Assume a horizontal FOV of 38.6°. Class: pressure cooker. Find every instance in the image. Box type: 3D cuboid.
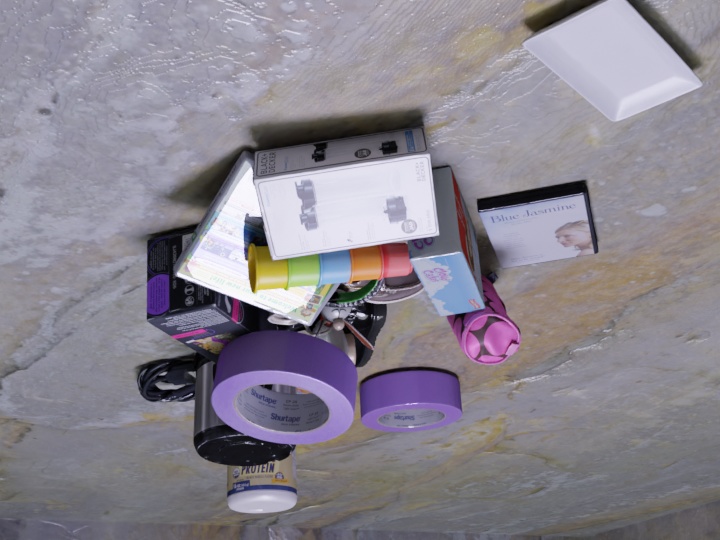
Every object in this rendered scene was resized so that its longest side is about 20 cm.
[{"bbox_3d":[-0.192,0.205,1.699,0.177,0.203,0.175,-22,146,33],"label":"pressure cooker"}]

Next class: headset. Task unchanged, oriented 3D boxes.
[{"bbox_3d":[-0.065,-0.007,1.323,0.197,0.094,0.125,10,124,-2],"label":"headset"}]

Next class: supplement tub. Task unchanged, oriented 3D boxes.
[{"bbox_3d":[-0.202,0.383,2.104,0.142,0.203,0.145,-3,157,-1],"label":"supplement tub"}]

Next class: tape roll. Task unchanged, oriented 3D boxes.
[{"bbox_3d":[0.098,0.258,2.011,0.197,0.067,0.201,-4,156,-2],"label":"tape roll"},{"bbox_3d":[-0.104,0.165,1.421,0.197,0.066,0.201,5,143,3],"label":"tape roll"}]

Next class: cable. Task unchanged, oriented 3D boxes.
[{"bbox_3d":[-0.313,0.201,1.881,0.197,0.052,0.163,-14,159,17],"label":"cable"}]

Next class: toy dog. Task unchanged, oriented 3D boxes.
[{"bbox_3d":[-0.045,0.112,1.461,0.130,0.097,0.200,-16,153,7],"label":"toy dog"}]

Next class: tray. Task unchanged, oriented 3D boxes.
[{"bbox_3d":[0.255,-0.213,1.028,0.107,0.022,0.199,-21,150,34],"label":"tray"}]

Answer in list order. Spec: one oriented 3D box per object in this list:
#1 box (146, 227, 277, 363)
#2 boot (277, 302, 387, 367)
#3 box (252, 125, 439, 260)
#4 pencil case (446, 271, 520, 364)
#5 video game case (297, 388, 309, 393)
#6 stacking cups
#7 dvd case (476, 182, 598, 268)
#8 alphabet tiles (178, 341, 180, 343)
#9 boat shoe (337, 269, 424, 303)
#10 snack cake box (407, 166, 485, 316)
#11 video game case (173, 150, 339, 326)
[{"bbox_3d":[-0.199,0.036,1.411,0.105,0.124,0.200,-11,156,16],"label":"box"},{"bbox_3d":[-0.056,0.088,1.597,0.155,0.080,0.212,-3,147,-16],"label":"boot"},{"bbox_3d":[-0.015,-0.087,1.164,0.197,0.061,0.118,-10,128,3],"label":"box"},{"bbox_3d":[0.174,0.067,1.462,0.093,0.200,0.091,35,104,-11],"label":"pencil case"},{"bbox_3d":[-0.128,0.216,1.964,0.198,0.018,0.143,-19,153,31],"label":"video game case"},{"bbox_3d":[-0.036,-0.009,1.244,0.197,0.061,0.061,-4,158,-18],"label":"stacking cups"},{"bbox_3d":[0.243,-0.056,1.389,0.141,0.018,0.200,-9,155,14],"label":"dvd case"},{"bbox_3d":[-0.180,0.110,1.599,0.198,0.015,0.195,11,-175,31],"label":"alphabet tiles"},{"bbox_3d":[0.000,0.000,1.424,0.197,0.073,0.060,5,159,-5],"label":"boat shoe"},{"bbox_3d":[0.107,-0.031,1.306,0.066,0.117,0.200,-9,156,12],"label":"snack cake box"},{"bbox_3d":[-0.099,-0.033,1.253,0.198,0.022,0.183,22,118,-28],"label":"video game case"}]
